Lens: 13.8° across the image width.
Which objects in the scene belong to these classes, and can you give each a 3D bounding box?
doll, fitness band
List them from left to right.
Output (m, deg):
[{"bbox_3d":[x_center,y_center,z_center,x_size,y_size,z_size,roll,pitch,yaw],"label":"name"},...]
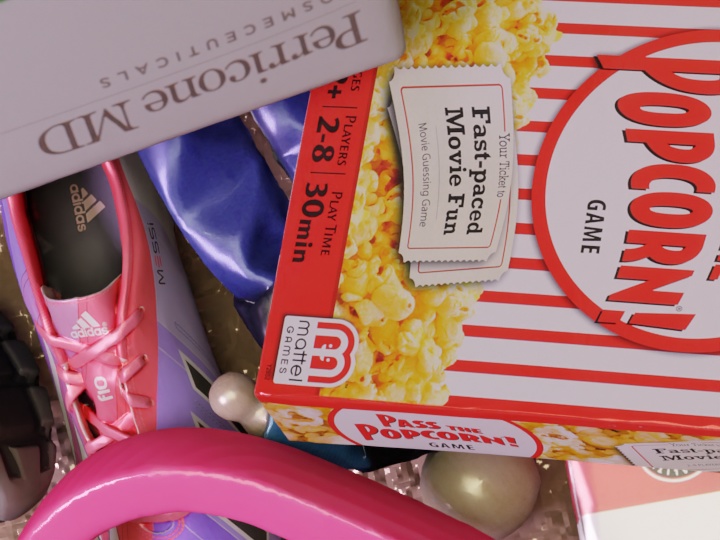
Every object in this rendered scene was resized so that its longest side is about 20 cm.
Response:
[{"bbox_3d":[-0.021,0.131,0.964,0.200,0.037,0.144,23,118,-1],"label":"fitness band"},{"bbox_3d":[0.000,0.000,0.977,0.136,0.048,0.200,-32,91,-19],"label":"doll"}]

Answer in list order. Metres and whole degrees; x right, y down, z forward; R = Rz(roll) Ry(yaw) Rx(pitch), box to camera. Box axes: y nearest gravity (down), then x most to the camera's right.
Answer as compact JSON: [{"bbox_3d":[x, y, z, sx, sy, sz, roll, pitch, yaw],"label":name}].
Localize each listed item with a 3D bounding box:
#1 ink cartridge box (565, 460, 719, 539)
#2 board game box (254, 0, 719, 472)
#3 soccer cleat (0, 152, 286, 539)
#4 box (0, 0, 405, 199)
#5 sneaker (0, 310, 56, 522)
[{"bbox_3d":[0.153,0.117,0.936,0.147,0.083,0.200,-11,88,12],"label":"ink cartridge box"},{"bbox_3d":[0.080,-0.018,0.902,0.200,0.046,0.152,3,69,16],"label":"board game box"},{"bbox_3d":[-0.078,0.035,0.990,0.068,0.073,0.200,-17,87,12],"label":"soccer cleat"},{"bbox_3d":[-0.117,-0.150,0.893,0.199,0.171,0.200,-20,50,-3],"label":"box"},{"bbox_3d":[-0.181,0.020,1.019,0.200,0.075,0.079,47,111,20],"label":"sneaker"}]
